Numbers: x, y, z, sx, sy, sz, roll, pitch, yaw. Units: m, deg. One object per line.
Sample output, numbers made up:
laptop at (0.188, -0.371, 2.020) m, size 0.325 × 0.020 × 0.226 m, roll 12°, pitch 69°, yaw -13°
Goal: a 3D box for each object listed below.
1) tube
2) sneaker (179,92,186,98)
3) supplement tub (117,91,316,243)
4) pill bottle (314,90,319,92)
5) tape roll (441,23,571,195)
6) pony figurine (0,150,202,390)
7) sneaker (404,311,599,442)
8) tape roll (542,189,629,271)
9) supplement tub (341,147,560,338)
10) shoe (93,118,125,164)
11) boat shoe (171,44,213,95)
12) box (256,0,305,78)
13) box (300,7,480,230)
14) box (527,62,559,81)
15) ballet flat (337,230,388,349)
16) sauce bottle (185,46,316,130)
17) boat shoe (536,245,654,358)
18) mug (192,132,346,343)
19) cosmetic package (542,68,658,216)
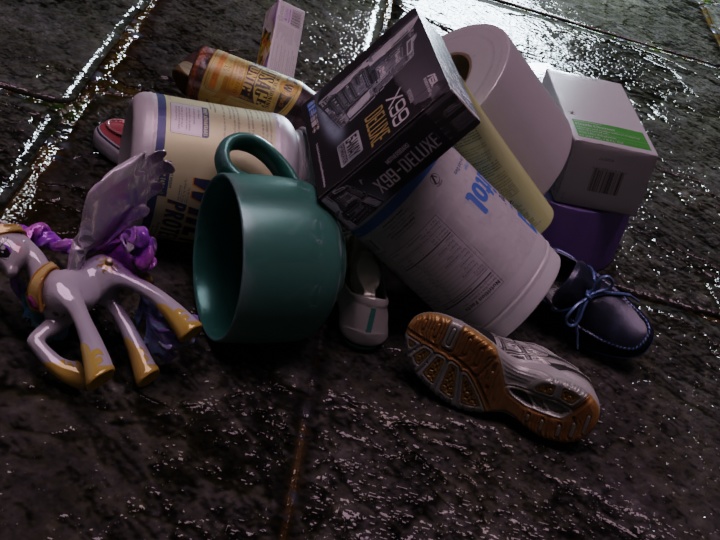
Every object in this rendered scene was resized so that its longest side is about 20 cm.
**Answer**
tube at (0.126, -0.115, 1.316) m, size 0.200 × 0.058 × 0.052 m, roll 48°, pitch 6°, yaw -28°
sneaker at (-0.148, -0.200, 1.571) m, size 0.086 × 0.075 × 0.200 m, roll 30°, pitch 32°, yaw 19°
supplement tub at (-0.145, -0.097, 1.326) m, size 0.197 × 0.147 × 0.146 m, roll 7°, pitch 31°, yaw -16°
pill bottle at (0.011, -0.171, 1.564) m, size 0.116 × 0.118 × 0.199 m, roll 33°, pitch 32°, yaw 27°
tape roll at (0.116, -0.154, 1.441) m, size 0.139 × 0.201 × 0.204 m, roll 47°, pitch 15°, yaw -30°
pony figurine at (-0.231, 0.004, 1.135) m, size 0.192 × 0.167 × 0.200 m, roll -27°, pitch 66°, yaw -41°
sneaker at (0.134, 0.097, 1.241) m, size 0.198 × 0.076 × 0.088 m, roll 28°, pitch 20°, yaw 3°
tape roll at (0.228, -0.087, 1.570) m, size 0.197 × 0.086 × 0.201 m, roll 14°, pitch 30°, yaw -8°
supplement tub at (0.088, -0.035, 1.290) m, size 0.200 × 0.132 × 0.132 m, roll 42°, pitch 27°, yaw -11°
shoe at (-0.199, -0.150, 1.440) m, size 0.197 × 0.092 × 0.072 m, roll 21°, pitch 29°, yaw 7°
boat shoe at (-0.119, -0.192, 1.472) m, size 0.199 × 0.072 × 0.066 m, roll 31°, pitch 73°, yaw 9°
box at (-0.105, -0.228, 1.556) m, size 0.041 × 0.039 × 0.203 m, roll 19°, pitch 64°, yaw -26°
box at (0.023, -0.149, 1.233) m, size 0.050 × 0.157 × 0.201 m, roll 42°, pitch 19°, yaw -28°
box at (0.196, -0.199, 1.709) m, size 0.197 × 0.116 × 0.132 m, roll -5°, pitch 36°, yaw -34°
ballet flat at (0.000, 0.000, 1.323) m, size 0.068 × 0.070 × 0.201 m, roll 9°, pitch 30°, yaw -14°
sauce bottle at (-0.088, -0.181, 1.399) m, size 0.197 × 0.067 × 0.066 m, roll 19°, pitch 29°, yaw -1°
boat shoe at (0.217, 0.027, 1.368) m, size 0.198 × 0.069 × 0.085 m, roll 29°, pitch 74°, yaw 20°
mug at (-0.079, -0.026, 1.204) m, size 0.113 × 0.188 × 0.152 m, roll 2°, pitch 12°, yaw -25°
cosmetic package at (0.271, -0.154, 1.535) m, size 0.106 × 0.086 × 0.201 m, roll 9°, pitch 32°, yaw -9°
